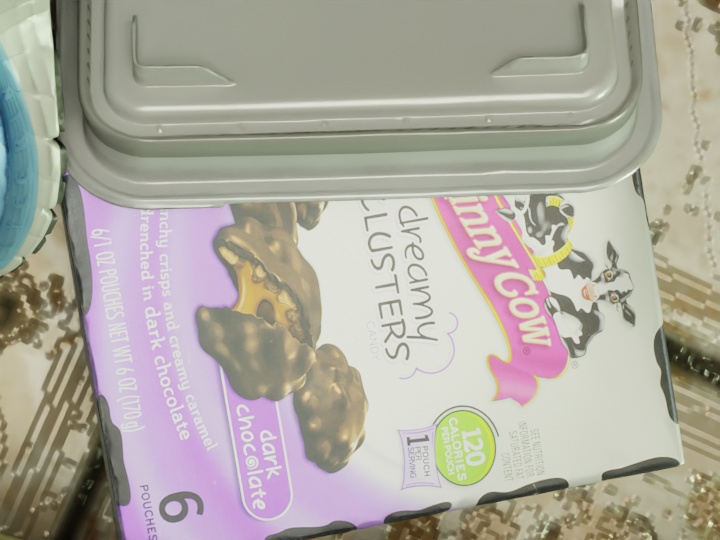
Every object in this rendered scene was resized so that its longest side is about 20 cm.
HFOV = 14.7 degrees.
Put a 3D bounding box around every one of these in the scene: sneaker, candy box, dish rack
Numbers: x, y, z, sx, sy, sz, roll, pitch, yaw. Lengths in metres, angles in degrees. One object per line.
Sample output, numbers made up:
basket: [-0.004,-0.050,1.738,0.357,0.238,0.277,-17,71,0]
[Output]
sneaker: [-0.144,-0.074,0.878,0.089,0.079,0.201,-13,137,-16]
candy box: [0.000,0.000,0.973,0.199,0.072,0.169,-11,97,-6]
dish rack: [-0.002,-0.105,0.923,0.198,0.044,0.173,-1,59,-2]

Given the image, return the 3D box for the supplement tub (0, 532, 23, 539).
supplement tub: [-0.118,0.162,0.920,0.199,0.144,0.145,16,94,6]
